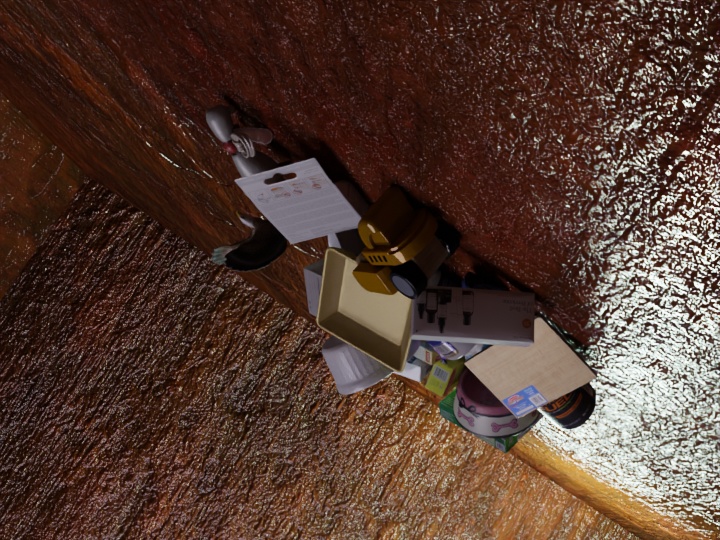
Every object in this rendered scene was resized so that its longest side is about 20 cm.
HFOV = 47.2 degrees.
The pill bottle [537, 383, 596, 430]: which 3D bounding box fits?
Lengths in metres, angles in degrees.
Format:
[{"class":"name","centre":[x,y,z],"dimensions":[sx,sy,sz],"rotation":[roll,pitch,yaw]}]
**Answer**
[{"class":"pill bottle","centre":[0.353,0.210,1.567],"dimensions":[0.199,0.107,0.106],"rotation":[39,168,-28]}]

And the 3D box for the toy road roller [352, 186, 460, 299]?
[{"class":"toy road roller","centre":[0.050,-0.052,1.315],"dimensions":[0.147,0.123,0.199],"rotation":[50,159,-20]}]

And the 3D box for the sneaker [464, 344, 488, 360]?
[{"class":"sneaker","centre":[0.245,0.154,1.766],"dimensions":[0.080,0.077,0.201],"rotation":[38,165,19]}]

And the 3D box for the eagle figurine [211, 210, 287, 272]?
[{"class":"eagle figurine","centre":[-0.228,-0.071,1.833],"dimensions":[0.149,0.202,0.152],"rotation":[28,169,19]}]

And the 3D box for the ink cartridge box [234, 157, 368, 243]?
[{"class":"ink cartridge box","centre":[-0.096,-0.128,1.398],"dimensions":[0.157,0.048,0.200],"rotation":[-11,145,23]}]

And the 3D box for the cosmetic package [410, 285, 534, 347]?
[{"class":"cosmetic package","centre":[0.180,0.073,1.325],"dimensions":[0.194,0.085,0.051],"rotation":[3,169,-1]}]

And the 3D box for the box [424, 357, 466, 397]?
[{"class":"box","centre":[0.214,0.219,1.873],"dimensions":[0.049,0.077,0.199],"rotation":[27,-162,22]}]

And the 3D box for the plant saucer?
[{"class":"plant saucer","centre":[0.020,0.063,1.496],"dimensions":[0.197,0.048,0.203],"rotation":[28,134,18]}]

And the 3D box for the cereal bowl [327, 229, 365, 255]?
[{"class":"cereal bowl","centre":[0.000,0.000,1.639],"dimensions":[0.200,0.081,0.205],"rotation":[163,91,-82]}]

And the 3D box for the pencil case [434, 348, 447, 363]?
[{"class":"pencil case","centre":[0.134,0.084,1.658],"dimensions":[0.201,0.084,0.085],"rotation":[50,178,-1]}]

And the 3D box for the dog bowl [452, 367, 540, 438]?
[{"class":"dog bowl","centre":[0.297,0.271,1.811],"dimensions":[0.198,0.198,0.075],"rotation":[24,136,42]}]

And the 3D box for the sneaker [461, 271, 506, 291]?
[{"class":"sneaker","centre":[0.219,0.071,1.433],"dimensions":[0.074,0.079,0.200],"rotation":[24,166,36]}]

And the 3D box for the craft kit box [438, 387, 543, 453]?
[{"class":"craft kit box","centre":[0.313,0.301,1.870],"dimensions":[0.198,0.196,0.050],"rotation":[23,132,42]}]

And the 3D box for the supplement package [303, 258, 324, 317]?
[{"class":"supplement package","centre":[-0.020,0.053,1.860],"dimensions":[0.198,0.120,0.123],"rotation":[22,126,46]}]

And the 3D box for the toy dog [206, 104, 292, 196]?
[{"class":"toy dog","centre":[-0.184,-0.213,1.454],"dimensions":[0.131,0.096,0.202],"rotation":[30,154,33]}]

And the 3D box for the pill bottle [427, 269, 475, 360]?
[{"class":"pill bottle","centre":[0.132,0.062,1.540],"dimensions":[0.199,0.121,0.119],"rotation":[40,168,-14]}]

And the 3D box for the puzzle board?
[{"class":"puzzle board","centre":[0.301,0.174,1.472],"dimensions":[0.151,0.017,0.199],"rotation":[45,133,-7]}]

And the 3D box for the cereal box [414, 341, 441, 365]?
[{"class":"cereal box","centre":[0.136,0.138,1.856],"dimensions":[0.198,0.142,0.040],"rotation":[25,124,42]}]

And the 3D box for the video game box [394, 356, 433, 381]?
[{"class":"video game box","centre":[0.098,0.169,1.895],"dimensions":[0.196,0.181,0.048],"rotation":[16,118,29]}]

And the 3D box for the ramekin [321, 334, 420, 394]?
[{"class":"ramekin","centre":[0.016,0.154,1.676],"dimensions":[0.099,0.198,0.200],"rotation":[59,165,-9]}]
